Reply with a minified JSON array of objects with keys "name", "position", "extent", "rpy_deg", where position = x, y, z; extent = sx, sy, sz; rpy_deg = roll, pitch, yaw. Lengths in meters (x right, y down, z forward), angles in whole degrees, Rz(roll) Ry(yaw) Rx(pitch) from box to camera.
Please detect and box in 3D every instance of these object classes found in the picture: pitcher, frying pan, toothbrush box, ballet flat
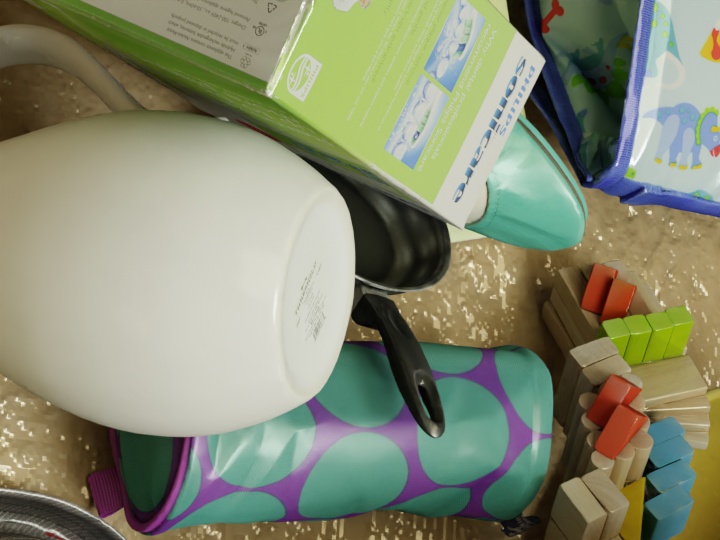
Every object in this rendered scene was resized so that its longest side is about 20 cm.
[{"name":"pitcher","position":[-0.101,-0.024,0.809],"extent":[0.121,0.199,0.172],"rpy_deg":[70,34,-53]},{"name":"frying pan","position":[0.010,-0.002,0.923],"extent":[0.115,0.031,0.190],"rpy_deg":[-5,56,-50]},{"name":"toothbrush box","position":[-0.034,-0.101,0.804],"extent":[0.086,0.145,0.200],"rpy_deg":[-64,155,0]},{"name":"ballet flat","position":[0.016,-0.073,0.945],"extent":[0.200,0.067,0.070],"rpy_deg":[49,54,4]}]

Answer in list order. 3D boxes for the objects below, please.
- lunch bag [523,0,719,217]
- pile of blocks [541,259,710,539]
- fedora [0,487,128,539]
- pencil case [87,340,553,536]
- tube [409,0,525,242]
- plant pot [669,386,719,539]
[{"name":"lunch bag","position":[0.173,-0.120,1.040],"extent":[0.169,0.127,0.201],"rpy_deg":[9,67,-32]},{"name":"pile of blocks","position":[0.129,0.064,0.962],"extent":[0.082,0.062,0.201],"rpy_deg":[8,46,-2]},{"name":"fedora","position":[-0.140,0.172,0.802],"extent":[0.199,0.090,0.178],"rpy_deg":[-8,87,-34]},{"name":"pencil case","position":[-0.011,0.073,0.907],"extent":[0.199,0.092,0.085],"rpy_deg":[3,57,-33]},{"name":"tube","position":[0.047,-0.115,1.003],"extent":[0.052,0.058,0.201],"rpy_deg":[-12,96,-74]},{"name":"plant pot","position":[0.209,0.172,0.997],"extent":[0.201,0.199,0.142],"rpy_deg":[-62,142,-25]}]
